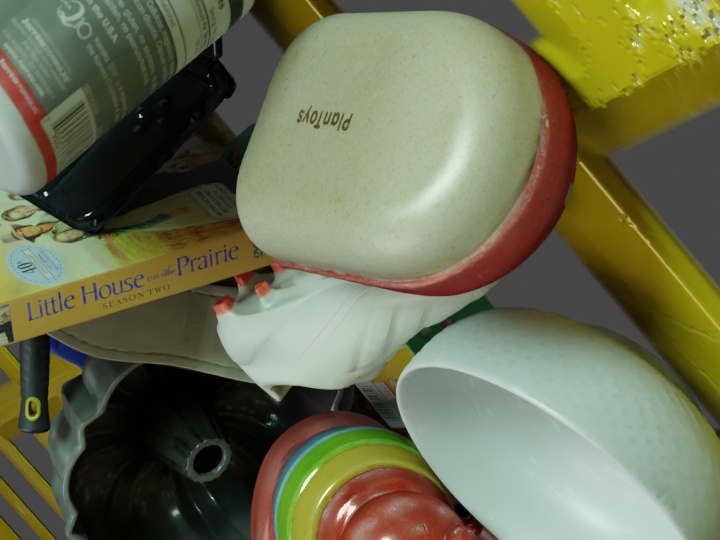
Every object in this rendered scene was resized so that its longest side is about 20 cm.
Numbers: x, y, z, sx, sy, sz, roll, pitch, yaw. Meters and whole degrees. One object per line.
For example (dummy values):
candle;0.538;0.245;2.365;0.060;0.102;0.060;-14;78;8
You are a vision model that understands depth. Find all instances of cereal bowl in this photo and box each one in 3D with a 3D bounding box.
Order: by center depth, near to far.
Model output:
cereal bowl;0.120;0.090;1.101;0.200;0.083;0.200;36;157;18

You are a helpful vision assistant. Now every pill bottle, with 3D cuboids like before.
pill bottle;-0.121;-0.139;0.998;0.114;0.200;0.114;40;160;19

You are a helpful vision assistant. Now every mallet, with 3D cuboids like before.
mallet;-0.183;-0.003;1.252;0.041;0.065;0.201;-94;-1;-80

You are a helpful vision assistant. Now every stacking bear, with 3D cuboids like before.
stacking bear;0.010;0.152;1.211;0.200;0.121;0.114;-156;47;-74

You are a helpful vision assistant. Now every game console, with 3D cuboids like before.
game console;-0.170;-0.144;1.154;0.200;0.171;0.119;28;160;43

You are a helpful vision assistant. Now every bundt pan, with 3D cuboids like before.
bundt pan;-0.113;0.103;1.348;0.076;0.201;0.202;41;162;47

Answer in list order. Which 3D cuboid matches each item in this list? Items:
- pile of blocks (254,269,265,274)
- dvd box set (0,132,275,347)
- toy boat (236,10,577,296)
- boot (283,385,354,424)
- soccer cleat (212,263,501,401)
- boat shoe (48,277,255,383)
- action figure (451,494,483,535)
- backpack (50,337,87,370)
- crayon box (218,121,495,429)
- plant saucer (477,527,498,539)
pile of blocks;-0.098;-0.002;1.449;0.200;0.082;0.063;147;123;-61
dvd box set;-0.160;-0.021;1.150;0.146;0.199;0.030;44;144;51
toy boat;0.038;-0.046;1.009;0.130;0.131;0.200;23;175;-31
boot;-0.021;0.121;1.512;0.132;0.070;0.200;42;163;-16
soccer cleat;0.008;0.020;1.126;0.199;0.069;0.078;-16;117;40
boat shoe;-0.122;0.020;1.232;0.199;0.072;0.059;15;178;-14
action figure;0.103;0.154;1.292;0.200;0.065;0.099;35;167;29
backpack;-0.208;-0.062;1.369;0.200;0.163;0.168;42;179;46
crayon box;0.000;0.000;1.224;0.200;0.058;0.119;51;160;-11
plant saucer;0.018;0.184;1.457;0.199;0.051;0.201;22;156;10
